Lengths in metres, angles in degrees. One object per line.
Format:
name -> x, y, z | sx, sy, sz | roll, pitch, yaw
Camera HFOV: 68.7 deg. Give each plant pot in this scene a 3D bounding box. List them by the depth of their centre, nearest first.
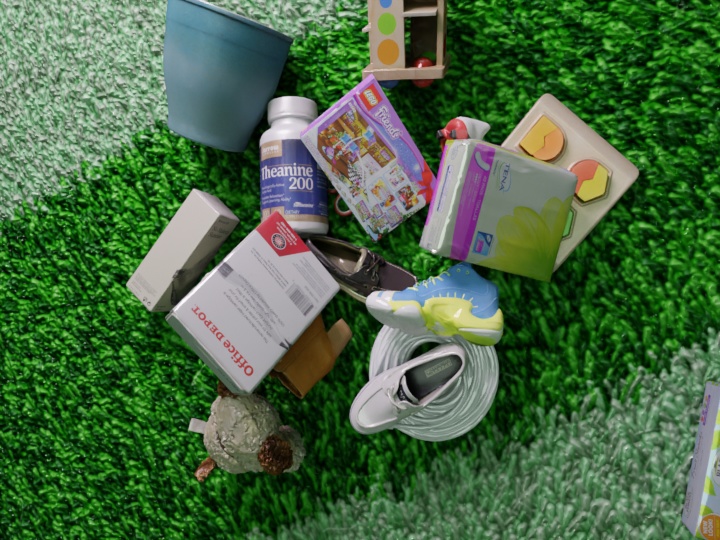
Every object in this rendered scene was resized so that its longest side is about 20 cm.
plant pot -> -0.222, -0.300, 0.829 | 0.194, 0.200, 0.194 | 22, 107, 12

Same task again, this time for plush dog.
plush dog -> -0.175, 0.235, 0.783 | 0.159, 0.173, 0.202 | -33, 78, -34

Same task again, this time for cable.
cable -> 0.109, 0.151, 0.798 | 0.193, 0.069, 0.208 | 15, 90, 12

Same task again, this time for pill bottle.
pill bottle -> -0.105, -0.158, 0.832 | 0.106, 0.111, 0.209 | -2, 88, 12

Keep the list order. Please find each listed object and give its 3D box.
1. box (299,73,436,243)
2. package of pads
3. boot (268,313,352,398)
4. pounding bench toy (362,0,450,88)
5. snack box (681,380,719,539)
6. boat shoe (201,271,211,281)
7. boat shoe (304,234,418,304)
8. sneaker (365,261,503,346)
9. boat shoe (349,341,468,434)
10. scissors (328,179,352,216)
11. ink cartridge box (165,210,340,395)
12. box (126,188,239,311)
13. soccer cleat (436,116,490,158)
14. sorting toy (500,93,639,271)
box -> 0.019, -0.162, 0.789 | 0.135, 0.039, 0.202 | -33, 114, 11
package of pads -> 0.191, -0.084, 0.722 | 0.193, 0.068, 0.161 | 12, 98, -19
boot -> -0.115, 0.081, 0.814 | 0.202, 0.071, 0.143 | 47, 56, 4
pounding bench toy -> 0.078, -0.376, 0.801 | 0.119, 0.202, 0.161 | 3, 120, 14
snack box -> 0.531, 0.268, 0.709 | 0.137, 0.053, 0.209 | 10, 90, 14
boat shoe -> -0.223, 0.026, 0.845 | 0.196, 0.074, 0.062 | -22, 127, 34
boat shoe -> 0.000, 0.000, 0.807 | 0.192, 0.066, 0.075 | 14, 52, -1
sneaker -> 0.108, 0.037, 0.745 | 0.192, 0.076, 0.109 | 14, 67, 3
boat shoe -> 0.065, 0.169, 0.736 | 0.195, 0.066, 0.074 | -29, 82, 9
scissors -> 0.037, -0.144, 0.850 | 0.193, 0.014, 0.076 | -15, 85, 12
ink cartridge box -> -0.145, 0.045, 0.725 | 0.145, 0.083, 0.201 | 48, 60, -11
box -> -0.297, -0.031, 0.887 | 0.068, 0.082, 0.202 | 39, 98, 11
soccer cleat -> 0.153, -0.119, 0.777 | 0.082, 0.068, 0.208 | -10, 109, -25
sorting toy -> 0.282, -0.132, 0.785 | 0.185, 0.036, 0.201 | 43, 97, 10
